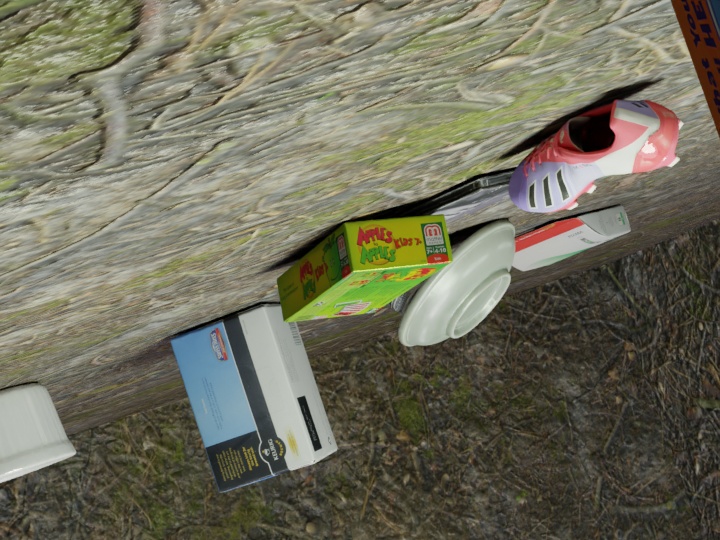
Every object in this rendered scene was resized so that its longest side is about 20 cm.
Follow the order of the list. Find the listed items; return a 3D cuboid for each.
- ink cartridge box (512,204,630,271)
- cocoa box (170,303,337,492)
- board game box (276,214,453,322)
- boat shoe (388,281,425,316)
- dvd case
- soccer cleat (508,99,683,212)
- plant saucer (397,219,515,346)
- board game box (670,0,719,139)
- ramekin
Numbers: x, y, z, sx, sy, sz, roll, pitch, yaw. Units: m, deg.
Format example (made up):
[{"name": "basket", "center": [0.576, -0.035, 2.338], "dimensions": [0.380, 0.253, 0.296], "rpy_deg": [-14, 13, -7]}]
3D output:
[{"name": "ink cartridge box", "center": [0.279, -0.039, 2.371], "dimensions": [0.160, 0.050, 0.199], "rpy_deg": [-23, 176, 39]}, {"name": "cocoa box", "center": [-0.131, 0.155, 2.004], "dimensions": [0.130, 0.201, 0.133], "rpy_deg": [-20, 176, 12]}, {"name": "board game box", "center": [0.000, 0.000, 1.549], "dimensions": [0.101, 0.048, 0.200], "rpy_deg": [-6, 168, -23]}, {"name": "boat shoe", "center": [0.079, 0.010, 2.028], "dimensions": [0.200, 0.068, 0.072], "rpy_deg": [-17, 140, -58]}, {"name": "dvd case", "center": [0.092, -0.060, 1.571], "dimensions": [0.148, 0.016, 0.199], "rpy_deg": [-15, 174, -46]}, {"name": "soccer cleat", "center": [0.174, -0.096, 1.312], "dimensions": [0.076, 0.067, 0.200], "rpy_deg": [20, 160, -28]}, {"name": "plant saucer", "center": [0.131, 0.028, 1.987], "dimensions": [0.200, 0.050, 0.200], "rpy_deg": [-41, 161, -17]}, {"name": "board game box", "center": [0.199, -0.103, 0.417], "dimensions": [0.199, 0.201, 0.200], "rpy_deg": [-18, 175, -3]}, {"name": "ramekin", "center": [-0.450, 0.207, 1.943], "dimensions": [0.199, 0.098, 0.200], "rpy_deg": [-19, 176, -1]}]
